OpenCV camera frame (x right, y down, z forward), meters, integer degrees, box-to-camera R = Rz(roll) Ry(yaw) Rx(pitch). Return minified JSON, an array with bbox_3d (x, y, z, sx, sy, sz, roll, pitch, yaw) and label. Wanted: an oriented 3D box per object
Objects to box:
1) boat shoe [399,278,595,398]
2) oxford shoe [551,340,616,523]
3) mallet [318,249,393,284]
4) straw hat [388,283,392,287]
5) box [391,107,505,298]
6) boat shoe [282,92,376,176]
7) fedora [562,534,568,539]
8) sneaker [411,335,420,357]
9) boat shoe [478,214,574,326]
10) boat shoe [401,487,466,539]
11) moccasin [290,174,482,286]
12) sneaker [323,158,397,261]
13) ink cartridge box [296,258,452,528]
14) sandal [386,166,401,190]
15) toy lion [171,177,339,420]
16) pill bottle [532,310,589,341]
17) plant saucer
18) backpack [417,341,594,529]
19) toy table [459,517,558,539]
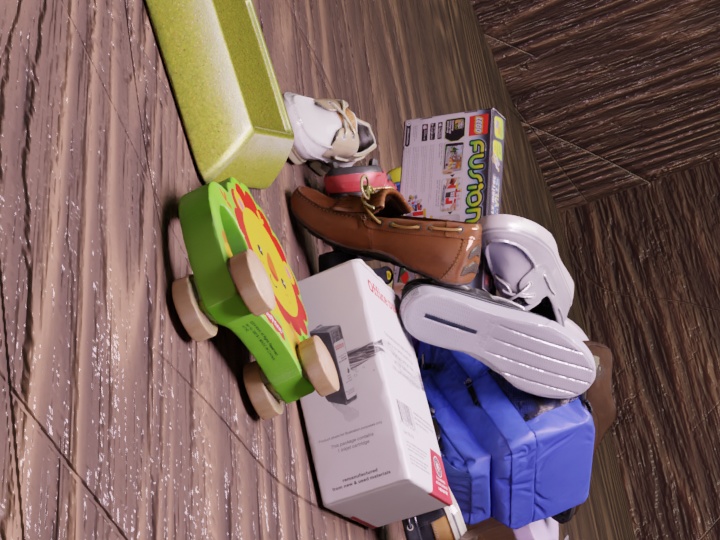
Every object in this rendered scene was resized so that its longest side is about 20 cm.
[{"bbox_3d":[0.128,0.052,1.483,0.199,0.072,0.071,25,22,-15],"label":"boat shoe"},{"bbox_3d":[0.232,0.170,1.671,0.073,0.084,0.202,33,-58,51],"label":"oxford shoe"},{"bbox_3d":[0.000,0.000,1.605,0.200,0.041,0.067,-36,118,-73],"label":"mallet"},{"bbox_3d":[0.098,0.087,1.856,0.201,0.084,0.203,-18,90,-78],"label":"straw hat"},{"bbox_3d":[0.094,-0.067,1.698,0.035,0.109,0.202,31,60,-56],"label":"box"},{"bbox_3d":[-0.037,-0.145,1.622,0.200,0.068,0.075,12,60,-76],"label":"boat shoe"},{"bbox_3d":[0.211,0.389,1.681,0.202,0.090,0.177,-66,167,11],"label":"fedora"},{"bbox_3d":[0.047,0.059,1.675,0.200,0.083,0.081,1,71,-75],"label":"sneaker"},{"bbox_3d":[0.168,0.011,1.649,0.200,0.071,0.069,56,38,-57],"label":"boat shoe"},{"bbox_3d":[0.034,0.176,1.503,0.075,0.062,0.201,69,-5,-53],"label":"boat shoe"},{"bbox_3d":[0.022,-0.048,1.493,0.073,0.200,0.079,-5,111,-53],"label":"moccasin"},{"bbox_3d":[0.003,-0.057,1.682,0.200,0.070,0.099,28,57,-83],"label":"sneaker"},{"bbox_3d":[0.004,0.110,1.406,0.144,0.083,0.202,43,31,-66],"label":"ink cartridge box"},{"bbox_3d":[0.077,-0.025,1.968,0.201,0.079,0.087,57,21,-25],"label":"sandal"},{"bbox_3d":[-0.087,0.001,1.233,0.200,0.068,0.193,56,13,-52],"label":"toy lion"},{"bbox_3d":[0.180,0.138,1.796,0.200,0.112,0.114,114,-32,-58],"label":"pill bottle"},{"bbox_3d":[-0.114,-0.174,1.371,0.200,0.047,0.202,-9,82,-78],"label":"plant saucer"},{"bbox_3d":[0.125,0.133,1.587,0.163,0.166,0.201,93,-24,-46],"label":"backpack"},{"bbox_3d":[0.138,0.259,1.718,0.200,0.116,0.186,22,52,-74],"label":"toy table"}]
